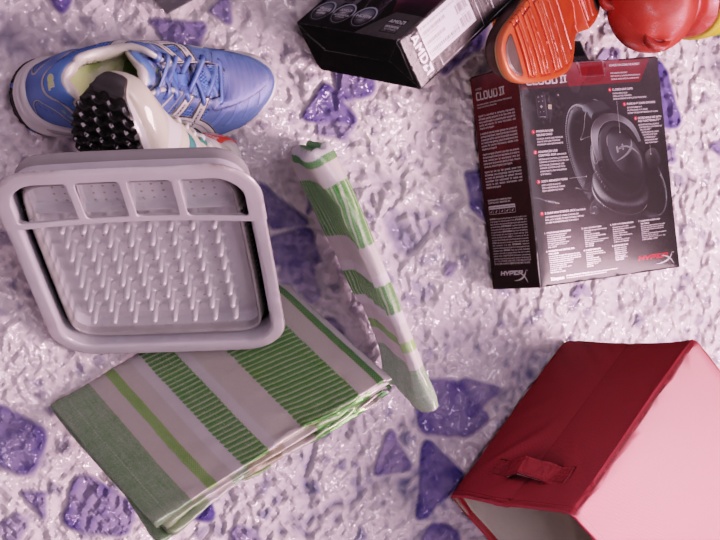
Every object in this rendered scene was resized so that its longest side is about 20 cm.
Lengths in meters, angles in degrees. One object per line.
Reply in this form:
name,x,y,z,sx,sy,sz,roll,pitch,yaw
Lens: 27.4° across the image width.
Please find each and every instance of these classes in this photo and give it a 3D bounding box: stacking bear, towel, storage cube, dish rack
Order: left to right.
dish rack,-0.142,-0.016,0.993,0.170,0.201,0.044,-3,52,3
towel,-0.097,0.092,1.049,0.199,0.152,0.023,-31,139,-22
towel,0.000,0.000,1.095,0.023,0.153,0.201,-23,98,-6
storage cube,0.218,0.179,1.199,0.200,0.171,0.180,47,67,-18
stacking bear,0.286,-0.248,1.265,0.200,0.114,0.122,-32,76,-36

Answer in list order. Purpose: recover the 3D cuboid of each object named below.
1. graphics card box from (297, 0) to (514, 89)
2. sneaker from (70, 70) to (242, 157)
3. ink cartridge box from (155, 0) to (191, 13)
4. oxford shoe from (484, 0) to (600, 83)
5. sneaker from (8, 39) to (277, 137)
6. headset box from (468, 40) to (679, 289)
graphics card box,0.061,-0.225,1.149,0.200,0.125,0.051,-45,129,-21
sneaker,-0.133,-0.081,1.036,0.094,0.070,0.200,-52,148,-27
ink cartridge box,-0.166,-0.282,1.040,0.200,0.104,0.059,49,67,-19
oxford shoe,0.132,-0.194,1.180,0.200,0.072,0.072,-45,124,-54
sneaker,-0.145,-0.127,1.062,0.199,0.077,0.076,-9,91,-30
headset box,0.179,-0.092,1.239,0.148,0.077,0.201,-8,91,-29
